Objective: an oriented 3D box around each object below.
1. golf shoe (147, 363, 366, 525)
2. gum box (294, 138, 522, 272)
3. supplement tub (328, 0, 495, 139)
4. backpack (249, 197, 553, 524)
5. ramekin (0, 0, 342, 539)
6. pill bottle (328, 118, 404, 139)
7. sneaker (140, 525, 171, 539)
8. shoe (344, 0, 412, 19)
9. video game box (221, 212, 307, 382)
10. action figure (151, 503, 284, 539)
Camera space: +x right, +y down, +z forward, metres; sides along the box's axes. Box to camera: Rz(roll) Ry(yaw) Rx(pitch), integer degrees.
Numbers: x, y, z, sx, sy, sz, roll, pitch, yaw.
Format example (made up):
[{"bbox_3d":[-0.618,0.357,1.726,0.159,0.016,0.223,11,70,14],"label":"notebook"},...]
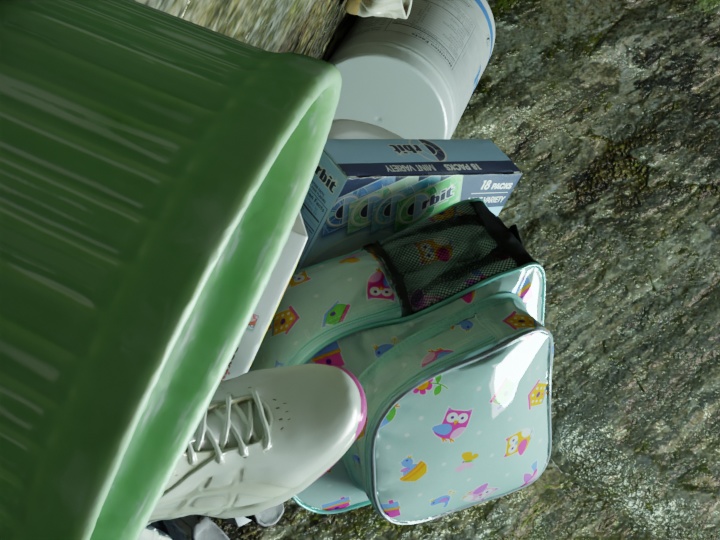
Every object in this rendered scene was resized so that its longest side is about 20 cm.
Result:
[{"bbox_3d":[-0.092,0.096,0.787,0.200,0.075,0.092,-20,163,-3],"label":"golf shoe"},{"bbox_3d":[0.000,0.000,1.034,0.170,0.045,0.200,-5,134,-43],"label":"gum box"},{"bbox_3d":[0.043,-0.187,1.384,0.200,0.132,0.132,-63,178,-51],"label":"supplement tub"},{"bbox_3d":[0.024,0.071,0.959,0.153,0.200,0.176,-115,-165,-47],"label":"backpack"},{"bbox_3d":[-0.092,0.006,0.475,0.200,0.098,0.200,26,90,-89],"label":"ramekin"},{"bbox_3d":[-0.023,-0.006,1.149,0.113,0.112,0.200,-62,177,-55],"label":"pill bottle"},{"bbox_3d":[-0.195,0.216,1.132,0.080,0.077,0.200,-59,167,-10],"label":"sneaker"},{"bbox_3d":[0.031,-0.260,1.167,0.200,0.053,0.070,113,3,-66],"label":"shoe"},{"bbox_3d":[-0.094,0.025,0.925,0.200,0.047,0.183,-110,-138,-71],"label":"video game box"},{"bbox_3d":[-0.129,0.142,0.983,0.130,0.069,0.200,-44,-152,-25],"label":"action figure"}]
